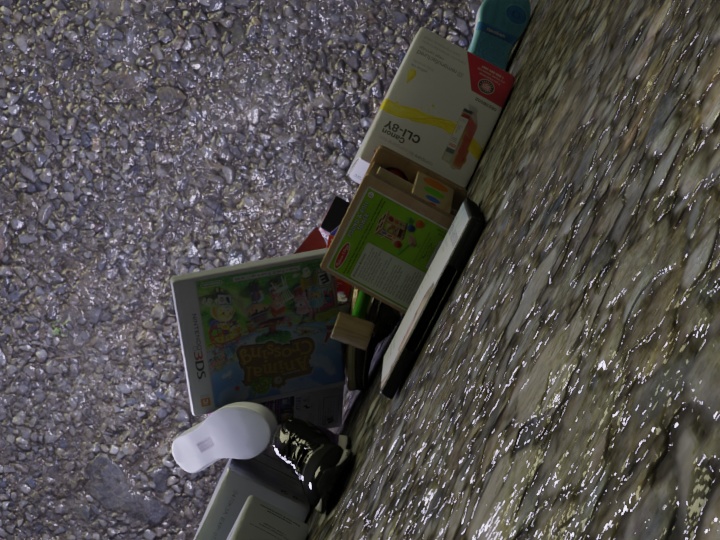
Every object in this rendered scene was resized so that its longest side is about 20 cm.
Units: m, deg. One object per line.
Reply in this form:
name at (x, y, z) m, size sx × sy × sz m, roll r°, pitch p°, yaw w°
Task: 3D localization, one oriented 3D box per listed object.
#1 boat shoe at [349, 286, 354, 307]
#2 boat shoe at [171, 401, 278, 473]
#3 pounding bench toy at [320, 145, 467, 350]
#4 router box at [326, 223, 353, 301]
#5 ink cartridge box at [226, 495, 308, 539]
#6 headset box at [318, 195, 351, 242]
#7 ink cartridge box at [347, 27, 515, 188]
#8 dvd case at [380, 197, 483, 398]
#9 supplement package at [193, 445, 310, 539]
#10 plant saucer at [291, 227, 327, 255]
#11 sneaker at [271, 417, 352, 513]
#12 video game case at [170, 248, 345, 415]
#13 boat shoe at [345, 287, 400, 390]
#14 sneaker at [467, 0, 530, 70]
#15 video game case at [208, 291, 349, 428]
boat shoe at (0.026, 0.019, 1.582) m, size 0.202 × 0.073 × 0.067 m, roll -63°, pitch -3°, yaw 30°
boat shoe at (-0.155, 0.198, 1.444) m, size 0.066 × 0.071 × 0.199 m, roll -31°, pitch -1°, yaw -45°
pounding bench toy at (0.027, -0.021, 1.398) m, size 0.202 × 0.123 × 0.156 m, roll -63°, pitch 2°, yaw 20°
router box at (0.000, 0.000, 1.687) m, size 0.200 × 0.048 × 0.182 m, roll -45°, pitch -29°, yaw -56°
ink cartridge box at (-0.136, 0.368, 1.285) m, size 0.148 × 0.082 × 0.200 m, roll -62°, pitch 2°, yaw 23°
headset box at (-0.010, -0.025, 1.963) m, size 0.076 × 0.147 × 0.201 m, roll -64°, pitch 2°, yaw -34°
ink cartridge box at (0.092, -0.184, 1.514) m, size 0.202 × 0.144 × 0.083 m, roll -64°, pitch 4°, yaw -14°
dvd case at (0.072, 0.025, 1.215) m, size 0.202 × 0.017 × 0.143 m, roll -63°, pitch 2°, yaw 10°
supplement package at (-0.133, 0.302, 1.522) m, size 0.200 × 0.116 × 0.118 m, roll -84°, pitch 20°, yaw -84°
plant saucer at (-0.094, 0.073, 1.605) m, size 0.200 × 0.036 × 0.202 m, roll -55°, pitch -20°, yaw -54°
sneaker at (-0.063, 0.212, 1.316) m, size 0.077 × 0.087 × 0.200 m, roll -63°, pitch 2°, yaw -1°
video game case at (-0.121, 0.076, 1.440) m, size 0.022 × 0.197 × 0.185 m, roll -124°, pitch 26°, yaw -64°
boat shoe at (0.019, 0.054, 1.488) m, size 0.073 × 0.064 × 0.203 m, roll 61°, pitch -144°, yaw -86°
sneaker at (0.186, -0.327, 1.778) m, size 0.202 × 0.079 × 0.131 m, roll -64°, pitch 4°, yaw -22°
video game case at (-0.107, 0.126, 1.516) m, size 0.036 × 0.178 × 0.203 m, roll -118°, pitch 26°, yaw -54°
